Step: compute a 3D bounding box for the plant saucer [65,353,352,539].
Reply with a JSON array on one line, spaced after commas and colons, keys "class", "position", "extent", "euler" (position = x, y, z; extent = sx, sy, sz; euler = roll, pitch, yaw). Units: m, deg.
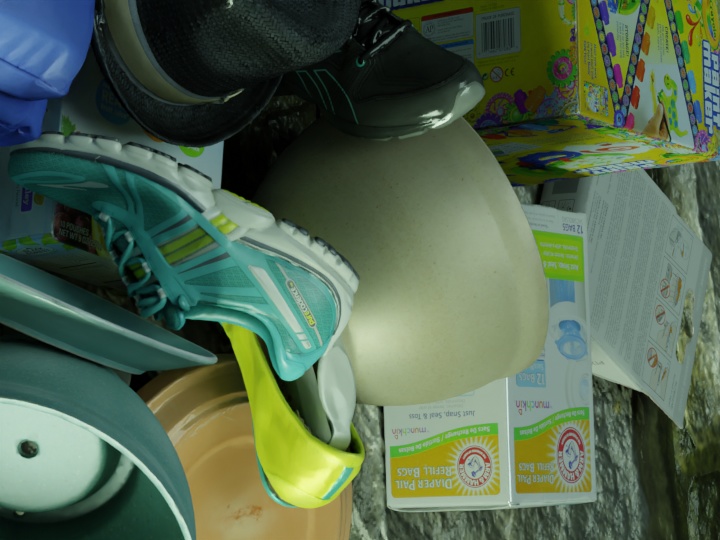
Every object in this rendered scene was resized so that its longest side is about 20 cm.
[{"class": "plant saucer", "position": [-0.078, 0.148, 1.366], "extent": [0.200, 0.032, 0.201], "euler": [-11, 106, -41]}]

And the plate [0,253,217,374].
[{"class": "plate", "position": [-0.167, 0.015, 1.225], "extent": [0.200, 0.200, 0.026], "euler": [26, 88, -50]}]

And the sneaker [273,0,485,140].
[{"class": "sneaker", "position": [-0.013, -0.133, 1.426], "extent": [0.075, 0.200, 0.079], "euler": [-39, 131, -33]}]

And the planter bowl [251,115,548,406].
[{"class": "planter bowl", "position": [0.000, 0.000, 1.470], "extent": [0.135, 0.200, 0.201], "euler": [-27, 109, -23]}]

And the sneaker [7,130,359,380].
[{"class": "sneaker", "position": [-0.098, -0.012, 1.272], "extent": [0.200, 0.078, 0.080], "euler": [28, 80, -4]}]

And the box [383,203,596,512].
[{"class": "box", "position": [0.085, 0.060, 1.629], "extent": [0.112, 0.101, 0.201], "euler": [6, 80, -53]}]

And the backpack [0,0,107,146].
[{"class": "backpack", "position": [-0.209, -0.174, 1.208], "extent": [0.162, 0.167, 0.201], "euler": [32, 57, -55]}]

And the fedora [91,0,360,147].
[{"class": "fedora", "position": [-0.062, -0.158, 1.310], "extent": [0.200, 0.091, 0.201], "euler": [3, 86, -60]}]

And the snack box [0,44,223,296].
[{"class": "snack box", "position": [-0.138, -0.095, 1.383], "extent": [0.142, 0.053, 0.201], "euler": [22, 66, -52]}]

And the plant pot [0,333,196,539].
[{"class": "plant pot", "position": [-0.174, 0.114, 1.216], "extent": [0.134, 0.200, 0.201], "euler": [-87, 154, -62]}]

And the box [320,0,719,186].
[{"class": "box", "position": [0.108, -0.132, 1.603], "extent": [0.192, 0.200, 0.122], "euler": [11, 76, -53]}]

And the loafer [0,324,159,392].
[{"class": "loafer", "position": [-0.137, 0.067, 1.356], "extent": [0.200, 0.063, 0.072], "euler": [42, 55, -43]}]

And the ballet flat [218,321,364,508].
[{"class": "ballet flat", "position": [-0.041, 0.032, 1.340], "extent": [0.067, 0.067, 0.200], "euler": [3, 60, -40]}]

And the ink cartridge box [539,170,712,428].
[{"class": "ink cartridge box", "position": [0.195, 0.008, 1.840], "extent": [0.200, 0.050, 0.161], "euler": [44, 51, -46]}]
